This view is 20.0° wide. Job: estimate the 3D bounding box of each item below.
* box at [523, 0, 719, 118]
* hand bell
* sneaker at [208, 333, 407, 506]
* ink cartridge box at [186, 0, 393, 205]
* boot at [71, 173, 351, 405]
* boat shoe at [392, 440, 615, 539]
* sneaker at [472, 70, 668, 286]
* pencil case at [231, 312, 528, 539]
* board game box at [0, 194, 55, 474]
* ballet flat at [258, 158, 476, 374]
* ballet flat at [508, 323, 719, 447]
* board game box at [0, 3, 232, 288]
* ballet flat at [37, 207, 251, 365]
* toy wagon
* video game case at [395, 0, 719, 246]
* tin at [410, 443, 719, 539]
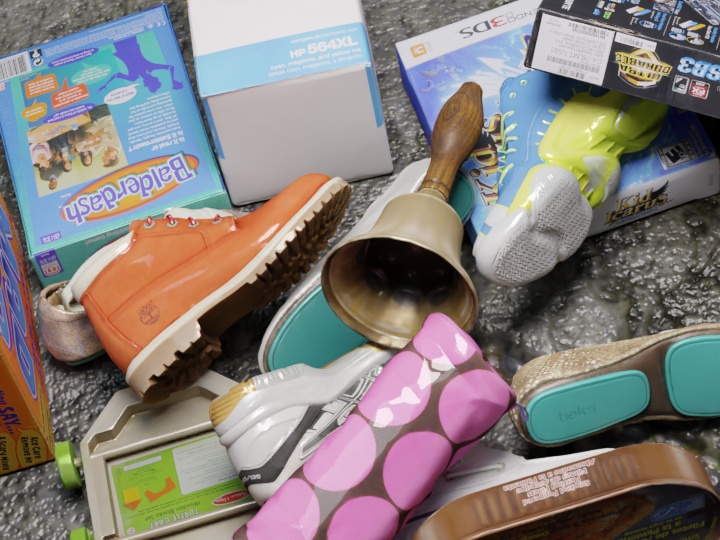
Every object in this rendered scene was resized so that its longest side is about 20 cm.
[{"bbox_3d":[0.226,-0.164,1.401,0.197,0.050,0.200,17,27,7],"label":"box"},{"bbox_3d":[0.050,-0.056,1.345,0.103,0.105,0.201,7,48,15],"label":"hand bell"},{"bbox_3d":[-0.005,0.098,1.337,0.199,0.076,0.088,-18,80,-32],"label":"sneaker"},{"bbox_3d":[-0.057,-0.175,1.511,0.124,0.129,0.201,-11,54,2],"label":"ink cartridge box"},{"bbox_3d":[-0.101,-0.015,1.374,0.200,0.075,0.107,-40,71,-7],"label":"boot"},{"bbox_3d":[0.082,0.143,1.303,0.198,0.072,0.066,-20,58,6],"label":"boat shoe"},{"bbox_3d":[0.120,-0.073,1.397,0.105,0.076,0.200,25,58,35],"label":"sneaker"},{"bbox_3d":[0.009,0.125,1.249,0.091,0.094,0.200,45,80,-3],"label":"pencil case"},{"bbox_3d":[-0.339,0.022,1.381,0.198,0.201,0.201,-16,54,-1],"label":"board game box"},{"bbox_3d":[0.000,0.000,1.418,0.200,0.069,0.069,-47,59,-5],"label":"ballet flat"},{"bbox_3d":[0.189,0.065,1.335,0.198,0.071,0.065,-8,24,-9],"label":"ballet flat"},{"bbox_3d":[-0.191,-0.096,1.533,0.151,0.045,0.201,-18,54,-3],"label":"board game box"},{"bbox_3d":[-0.138,-0.003,1.438,0.199,0.068,0.068,-30,36,-12],"label":"ballet flat"},{"bbox_3d":[-0.116,0.158,1.344,0.154,0.040,0.201,-16,55,0],"label":"toy wagon"},{"bbox_3d":[0.140,-0.113,1.483,0.180,0.046,0.201,-20,54,-2],"label":"video game case"},{"bbox_3d":[0.124,0.166,1.251,0.198,0.113,0.042,-16,44,-2],"label":"tin"}]
